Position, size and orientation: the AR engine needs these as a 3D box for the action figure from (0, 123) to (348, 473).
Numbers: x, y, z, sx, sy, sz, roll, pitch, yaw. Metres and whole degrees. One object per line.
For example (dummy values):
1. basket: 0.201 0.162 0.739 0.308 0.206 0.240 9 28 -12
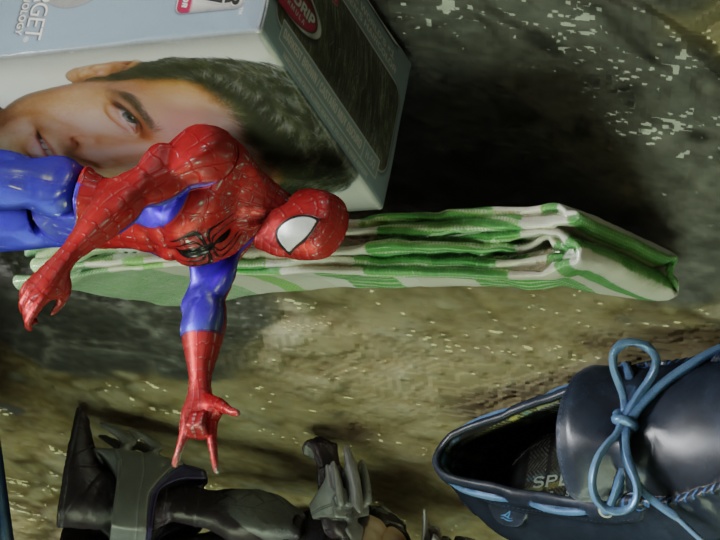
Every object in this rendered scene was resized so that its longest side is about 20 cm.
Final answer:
1. action figure: -0.104 0.001 0.726 0.199 0.099 0.065 1 151 13

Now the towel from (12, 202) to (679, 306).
1. towel: 0.000 0.000 0.824 0.199 0.023 0.152 -3 175 20

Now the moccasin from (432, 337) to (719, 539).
1. moccasin: 0.101 0.075 0.922 0.068 0.081 0.200 25 148 -28

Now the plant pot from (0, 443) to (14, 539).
1. plant pot: -0.245 0.099 0.955 0.199 0.180 0.200 6 130 8

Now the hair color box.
1. hair color box: -0.096 -0.063 0.765 0.199 0.061 0.099 -4 148 24

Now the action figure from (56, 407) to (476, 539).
1. action figure: -0.036 0.118 1.071 0.199 0.070 0.130 8 145 -1
